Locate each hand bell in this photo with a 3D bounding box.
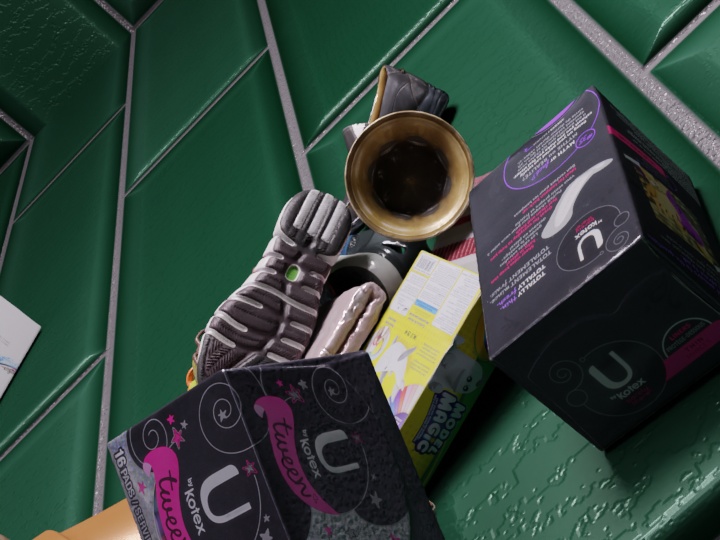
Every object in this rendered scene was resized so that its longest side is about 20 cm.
[{"bbox_3d":[0.044,-0.074,1.256,0.104,0.104,0.200,-48,-2,1],"label":"hand bell"}]

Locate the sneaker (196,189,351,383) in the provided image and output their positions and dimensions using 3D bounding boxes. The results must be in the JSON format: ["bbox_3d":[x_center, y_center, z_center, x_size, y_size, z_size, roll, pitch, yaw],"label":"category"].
[{"bbox_3d":[-0.070,0.039,1.183,0.200,0.076,0.116,-59,-2,-25],"label":"sneaker"}]

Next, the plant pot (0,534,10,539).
[{"bbox_3d":[-0.446,0.345,1.495,0.201,0.093,0.201,-40,24,22],"label":"plant pot"}]

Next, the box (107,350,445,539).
[{"bbox_3d":[-0.035,0.160,0.829,0.115,0.200,0.132,-34,-18,34],"label":"box"}]

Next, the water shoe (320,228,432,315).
[{"bbox_3d":[0.000,0.000,1.276,0.079,0.072,0.200,-33,19,-22],"label":"water shoe"}]

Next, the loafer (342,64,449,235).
[{"bbox_3d":[0.011,-0.111,1.392,0.073,0.072,0.200,-42,16,56],"label":"loafer"}]

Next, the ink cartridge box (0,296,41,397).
[{"bbox_3d":[-0.573,0.130,2.020,0.147,0.146,0.200,-28,30,44],"label":"ink cartridge box"}]

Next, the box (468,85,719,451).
[{"bbox_3d":[0.150,-0.006,0.919,0.122,0.106,0.200,-41,23,23],"label":"box"}]

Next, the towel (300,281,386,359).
[{"bbox_3d":[-0.052,0.101,1.156,0.191,0.032,0.200,-59,8,-13],"label":"towel"}]

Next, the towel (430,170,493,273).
[{"bbox_3d":[0.102,-0.009,1.135,0.144,0.023,0.200,-20,37,47],"label":"towel"}]

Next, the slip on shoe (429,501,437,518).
[{"bbox_3d":[-0.032,0.164,0.960,0.200,0.076,0.061,9,98,42],"label":"slip on shoe"}]

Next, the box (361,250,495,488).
[{"bbox_3d":[0.032,0.090,1.039,0.200,0.048,0.117,-58,24,-2],"label":"box"}]

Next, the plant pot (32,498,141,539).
[{"bbox_3d":[-0.125,0.228,0.969,0.140,0.200,0.200,-40,17,-22],"label":"plant pot"}]

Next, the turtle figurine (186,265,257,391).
[{"bbox_3d":[-0.117,0.069,1.319,0.161,0.064,0.200,-53,14,31],"label":"turtle figurine"}]
